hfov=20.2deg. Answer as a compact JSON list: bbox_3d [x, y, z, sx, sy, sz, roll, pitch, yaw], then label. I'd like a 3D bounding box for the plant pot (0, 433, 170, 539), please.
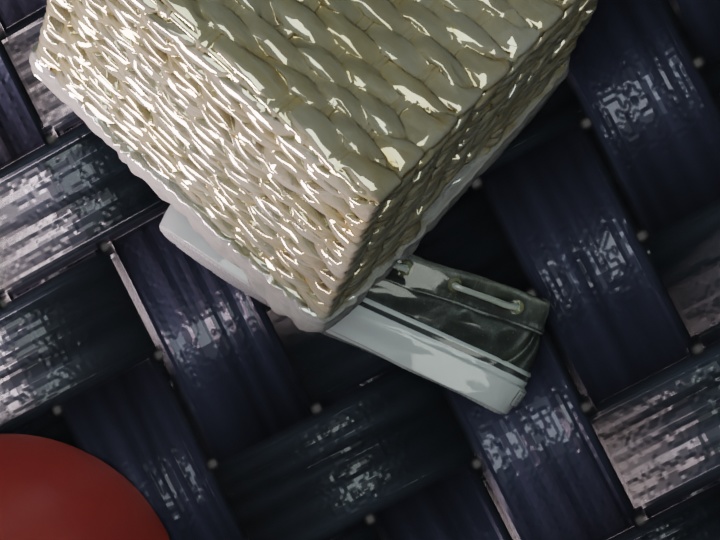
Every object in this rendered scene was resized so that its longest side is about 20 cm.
[{"bbox_3d":[-0.198,0.185,0.974,0.198,0.177,0.203,0,91,8],"label":"plant pot"}]

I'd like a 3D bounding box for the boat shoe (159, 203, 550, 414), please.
[{"bbox_3d":[0.000,0.000,1.001,0.199,0.072,0.071,26,86,-3],"label":"boat shoe"}]

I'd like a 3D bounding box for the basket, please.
[{"bbox_3d":[-0.014,-0.118,0.915,0.200,0.161,0.198,43,70,4],"label":"basket"}]
